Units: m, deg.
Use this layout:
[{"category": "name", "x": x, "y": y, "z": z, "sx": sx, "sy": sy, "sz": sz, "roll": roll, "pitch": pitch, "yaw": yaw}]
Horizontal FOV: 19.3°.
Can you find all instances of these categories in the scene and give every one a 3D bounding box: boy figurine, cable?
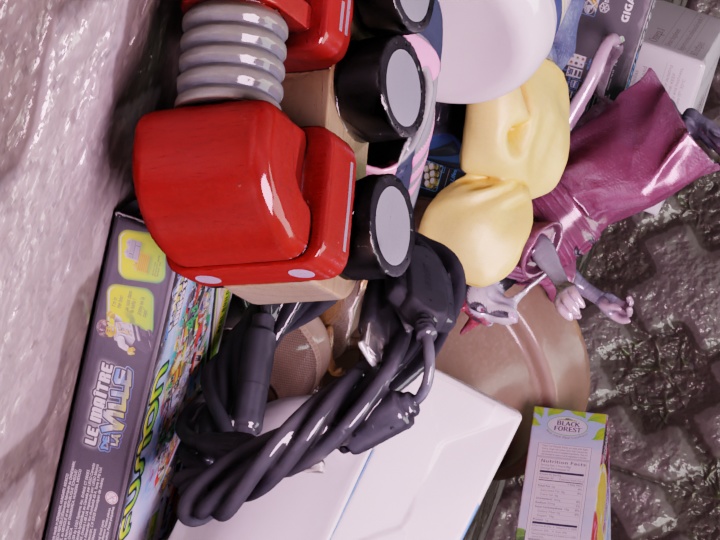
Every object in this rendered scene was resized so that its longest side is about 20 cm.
[{"category": "boy figurine", "x": 0.087, "y": -0.087, "z": 1.212, "sx": 0.124, "sy": 0.064, "sz": 0.201, "roll": 25, "pitch": 80, "yaw": -65}, {"category": "cable", "x": -0.022, "y": 0.047, "z": 0.992, "sx": 0.163, "sy": 0.051, "sz": 0.200, "roll": -41, "pitch": -161, "yaw": 13}]

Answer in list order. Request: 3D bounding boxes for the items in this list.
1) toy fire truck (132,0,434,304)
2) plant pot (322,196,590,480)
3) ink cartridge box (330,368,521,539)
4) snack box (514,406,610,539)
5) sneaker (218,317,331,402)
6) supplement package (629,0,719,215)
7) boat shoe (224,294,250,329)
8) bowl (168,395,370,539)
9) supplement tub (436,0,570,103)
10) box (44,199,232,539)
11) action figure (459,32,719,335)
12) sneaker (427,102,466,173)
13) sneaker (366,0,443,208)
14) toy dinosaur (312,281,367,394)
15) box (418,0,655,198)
[{"category": "toy fire truck", "x": -0.042, "y": -0.094, "z": 0.881, "sx": 0.200, "sy": 0.128, "sz": 0.177, "roll": 32, "pitch": 60, "yaw": -57}, {"category": "plant pot", "x": 0.022, "y": 0.079, "z": 1.367, "sx": 0.174, "sy": 0.200, "sz": 0.201, "roll": -38, "pitch": 150, "yaw": -38}, {"category": "ink cartridge box", "x": 0.032, "y": 0.115, "z": 1.208, "sx": 0.117, "sy": 0.067, "sz": 0.200, "roll": -64, "pitch": 180, "yaw": -2}, {"category": "snack box", "x": 0.129, "y": 0.200, "z": 1.349, "sx": 0.200, "sy": 0.053, "sz": 0.143, "roll": 81, "pitch": 18, "yaw": -52}, {"category": "sneaker", "x": -0.070, "y": 0.092, "z": 1.232, "sx": 0.075, "sy": 0.070, "sz": 0.200, "roll": -33, "pitch": 151, "yaw": -30}, {"category": "supplement package", "x": 0.139, "y": -0.138, "z": 1.480, "sx": 0.117, "sy": 0.199, "sz": 0.118, "roll": -51, "pitch": 157, "yaw": -62}, {"category": "boat shoe", "x": -0.045, "y": -0.025, "z": 1.172, "sx": 0.067, "sy": 0.057, "sz": 0.200, "roll": 66, "pitch": 23, "yaw": -17}, {"category": "bowl", "x": -0.067, "y": 0.159, "z": 1.075, "sx": 0.200, "sy": 0.074, "sz": 0.200, "roll": 118, "pitch": -2, "yaw": -67}, {"category": "supplement tub", "x": 0.060, "y": -0.205, "z": 1.113, "sx": 0.145, "sy": 0.144, "sz": 0.201, "roll": 92, "pitch": 20, "yaw": -58}, {"category": "box", "x": -0.103, "y": 0.054, "z": 1.026, "sx": 0.110, "sy": 0.035, "sz": 0.201, "roll": -45, "pitch": 152, "yaw": -67}, {"category": "action figure", "x": 0.121, "y": -0.040, "z": 1.276, "sx": 0.200, "sy": 0.149, "sz": 0.134, "roll": -36, "pitch": 166, "yaw": -2}, {"category": "sneaker", "x": 0.031, "y": -0.100, "z": 1.250, "sx": 0.200, "sy": 0.078, "sz": 0.066, "roll": 13, "pitch": 88, "yaw": -64}, {"category": "sneaker", "x": 0.001, "y": -0.061, "z": 1.061, "sx": 0.200, "sy": 0.070, "sz": 0.082, "roll": 94, "pitch": -1, "yaw": -48}, {"category": "toy dinosaur", "x": 0.000, "y": 0.000, "z": 1.244, "sx": 0.201, "sy": 0.060, "sz": 0.106, "roll": -66, "pitch": -156, "yaw": -5}, {"category": "box", "x": 0.097, "y": -0.132, "z": 1.389, "sx": 0.046, "sy": 0.158, "sz": 0.201, "roll": -45, "pitch": 151, "yaw": -73}]
